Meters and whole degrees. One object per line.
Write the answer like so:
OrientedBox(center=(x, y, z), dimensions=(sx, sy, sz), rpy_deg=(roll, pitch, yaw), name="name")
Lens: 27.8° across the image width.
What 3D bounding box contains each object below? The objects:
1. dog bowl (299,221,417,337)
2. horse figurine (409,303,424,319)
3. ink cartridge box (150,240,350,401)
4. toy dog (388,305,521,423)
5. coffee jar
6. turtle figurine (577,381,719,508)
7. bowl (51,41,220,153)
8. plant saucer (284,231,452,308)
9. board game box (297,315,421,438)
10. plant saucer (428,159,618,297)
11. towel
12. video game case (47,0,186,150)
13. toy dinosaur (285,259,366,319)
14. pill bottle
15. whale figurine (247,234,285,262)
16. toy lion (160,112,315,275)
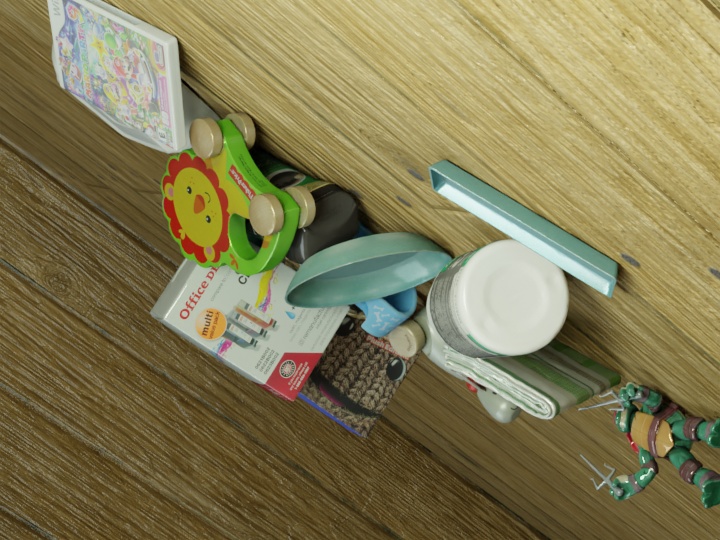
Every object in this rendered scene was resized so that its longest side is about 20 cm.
OrientedBox(center=(0.000, 0.000, 1.826), dimensions=(0.049, 0.112, 0.200), rpy_deg=(-24, 132, 30), name="dog bowl")
OrientedBox(center=(0.101, 0.086, 2.052), dimensions=(0.132, 0.050, 0.200), rpy_deg=(43, -179, 26), name="horse figurine")
OrientedBox(center=(-0.145, 0.051, 1.858), dimensions=(0.200, 0.146, 0.145), rpy_deg=(33, 173, -12), name="ink cartridge box")
OrientedBox(center=(0.137, 0.099, 1.882), dimensions=(0.199, 0.132, 0.096), rpy_deg=(27, 136, 5), name="toy dog")
OrientedBox(center=(-0.099, -0.079, 1.742), dimensions=(0.200, 0.104, 0.086), rpy_deg=(28, 134, 38), name="coffee jar")
OrientedBox(center=(0.331, 0.187, 1.636), dimensions=(0.200, 0.100, 0.150), rpy_deg=(18, 126, 51), name="turtle figurine")
OrientedBox(center=(-0.286, -0.219, 1.797), dimensions=(0.200, 0.075, 0.200), rpy_deg=(22, 166, 48), name="bowl")
OrientedBox(center=(0.006, -0.004, 1.681), dimensions=(0.200, 0.199, 0.036), rpy_deg=(75, -179, -76), name="plant saucer")
OrientedBox(center=(-0.012, 0.119, 2.165), dimensions=(0.159, 0.200, 0.097), rpy_deg=(35, 171, -17), name="board game box")
OrientedBox(center=(0.151, -0.041, 1.336), dimensions=(0.200, 0.019, 0.070), rpy_deg=(33, 171, 13), name="plant saucer")
OrientedBox(center=(0.196, 0.112, 1.641), dimensions=(0.149, 0.031, 0.200), rpy_deg=(32, -159, 25), name="towel")
OrientedBox(center=(-0.276, -0.233, 1.639), dimensions=(0.200, 0.018, 0.144), rpy_deg=(29, 139, 29), name="video game case")
OrientedBox(center=(-0.010, 0.044, 1.938), dimensions=(0.101, 0.058, 0.200), rpy_deg=(0, 160, 43), name="toy dinosaur")
OrientedBox(center=(0.132, 0.033, 1.481), dimensions=(0.113, 0.113, 0.200), rpy_deg=(35, 170, -5), name="pill bottle")
OrientedBox(center=(-0.178, -0.067, 1.981), dimensions=(0.200, 0.104, 0.159), rpy_deg=(49, 174, 42), name="whale figurine")
OrientedBox(center=(-0.158, -0.072, 1.689), dimensions=(0.200, 0.069, 0.192), rpy_deg=(51, 134, 24), name="toy lion")
